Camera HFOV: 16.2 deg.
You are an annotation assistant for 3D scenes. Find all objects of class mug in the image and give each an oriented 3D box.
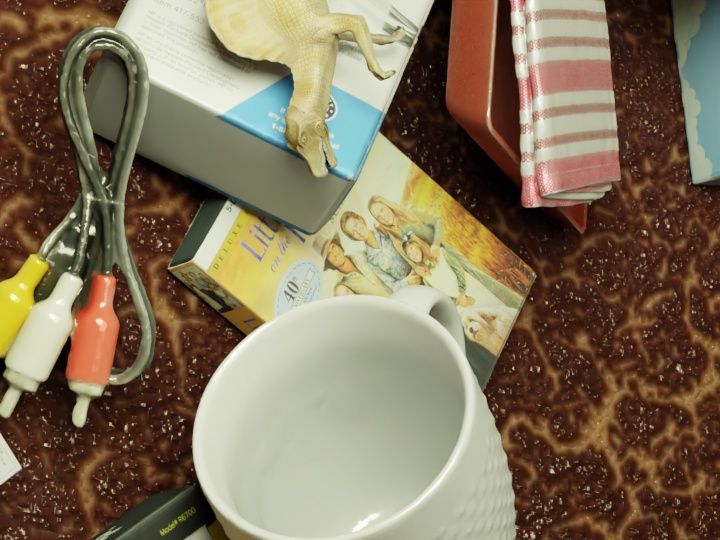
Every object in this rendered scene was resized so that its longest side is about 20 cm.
[{"bbox_3d":[0.016,0.101,1.328,0.175,0.147,0.200,65,36,-51],"label":"mug"}]

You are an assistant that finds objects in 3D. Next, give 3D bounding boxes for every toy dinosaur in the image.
[{"bbox_3d":[-0.038,-0.150,1.290,0.101,0.058,0.200,-23,77,-22],"label":"toy dinosaur"}]

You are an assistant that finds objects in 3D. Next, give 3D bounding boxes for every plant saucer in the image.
[{"bbox_3d":[0.094,-0.143,1.478,0.200,0.037,0.200,40,52,-64],"label":"plant saucer"}]

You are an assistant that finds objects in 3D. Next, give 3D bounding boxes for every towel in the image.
[{"bbox_3d":[0.108,-0.136,1.431,0.146,0.030,0.200,-11,96,-70],"label":"towel"}]

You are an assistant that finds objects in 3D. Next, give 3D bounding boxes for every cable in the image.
[{"bbox_3d":[-0.132,-0.018,1.271,0.097,0.050,0.200,18,100,-10],"label":"cable"}]

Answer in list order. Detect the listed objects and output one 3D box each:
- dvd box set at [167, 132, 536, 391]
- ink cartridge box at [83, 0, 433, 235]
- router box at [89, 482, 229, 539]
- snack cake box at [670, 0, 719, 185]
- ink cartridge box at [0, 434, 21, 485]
[{"bbox_3d":[0.000,0.000,1.426,0.200,0.029,0.146,41,58,-23],"label":"dvd box set"},{"bbox_3d":[-0.043,-0.143,1.365,0.146,0.086,0.200,26,61,-6],"label":"ink cartridge box"},{"bbox_3d":[-0.126,0.221,1.263,0.200,0.051,0.149,-35,99,-38],"label":"router box"},{"bbox_3d":[0.264,-0.157,1.642,0.115,0.067,0.200,1,79,-36],"label":"snack cake box"},{"bbox_3d":[-0.255,0.041,1.213,0.094,0.044,0.200,-39,103,-38],"label":"ink cartridge box"}]
